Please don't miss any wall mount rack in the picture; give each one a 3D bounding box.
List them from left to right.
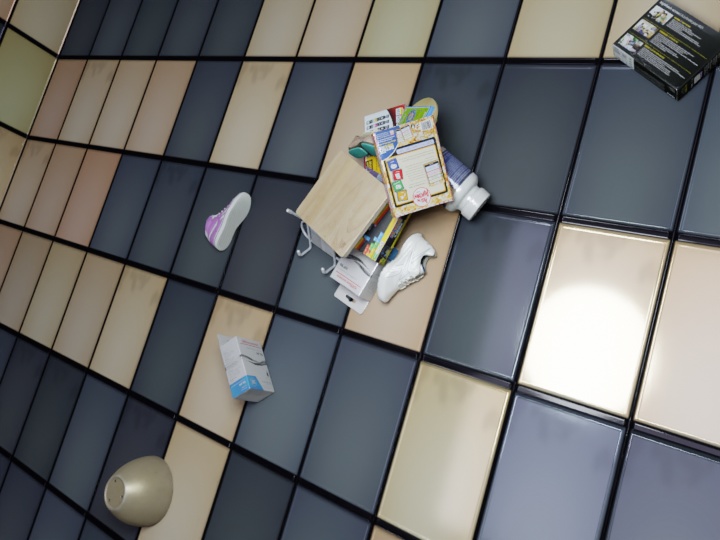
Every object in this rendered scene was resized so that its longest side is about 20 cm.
[{"bbox_3d":[-0.130,-0.090,1.628,0.074,0.176,0.199,-34,49,-28],"label":"wall mount rack"}]

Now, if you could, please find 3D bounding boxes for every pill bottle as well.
[{"bbox_3d":[0.223,-0.221,1.467,0.199,0.111,0.111,42,97,9],"label":"pill bottle"}]

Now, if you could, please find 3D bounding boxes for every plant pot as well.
[{"bbox_3d":[-0.675,0.657,1.740,0.196,0.134,0.205,-9,71,27],"label":"plant pot"}]

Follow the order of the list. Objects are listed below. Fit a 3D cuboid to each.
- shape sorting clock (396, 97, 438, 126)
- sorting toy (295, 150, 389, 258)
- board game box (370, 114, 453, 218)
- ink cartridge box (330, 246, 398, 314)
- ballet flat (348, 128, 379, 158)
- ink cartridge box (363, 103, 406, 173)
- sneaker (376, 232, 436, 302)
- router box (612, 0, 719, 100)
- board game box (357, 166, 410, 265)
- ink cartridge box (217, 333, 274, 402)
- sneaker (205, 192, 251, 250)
[{"bbox_3d":[0.129,-0.345,1.488,0.199,0.039,0.203,-37,39,37],"label":"shape sorting clock"},{"bbox_3d":[-0.034,-0.163,1.494,0.199,0.069,0.201,43,99,29],"label":"sorting toy"},{"bbox_3d":[0.121,-0.243,1.379,0.148,0.046,0.204,-16,99,-4],"label":"board game box"},{"bbox_3d":[0.000,0.000,1.581,0.115,0.068,0.203,31,92,32],"label":"ink cartridge box"},{"bbox_3d":[0.027,-0.337,1.539,0.068,0.068,0.199,-61,30,-6],"label":"ballet flat"},{"bbox_3d":[0.066,-0.333,1.634,0.172,0.083,0.205,-11,71,28],"label":"ink cartridge box"},{"bbox_3d":[0.116,0.002,1.513,0.087,0.074,0.202,39,97,28],"label":"sneaker"},{"bbox_3d":[0.701,-0.504,1.331,0.149,0.051,0.201,-42,59,11],"label":"router box"},{"bbox_3d":[0.036,-0.143,1.524,0.164,0.057,0.203,31,93,28],"label":"board game box"},{"bbox_3d":[-0.327,0.262,1.665,0.066,0.115,0.203,-31,62,18],"label":"ink cartridge box"},{"bbox_3d":[-0.439,-0.179,1.894,0.114,0.072,0.202,36,95,36],"label":"sneaker"}]
